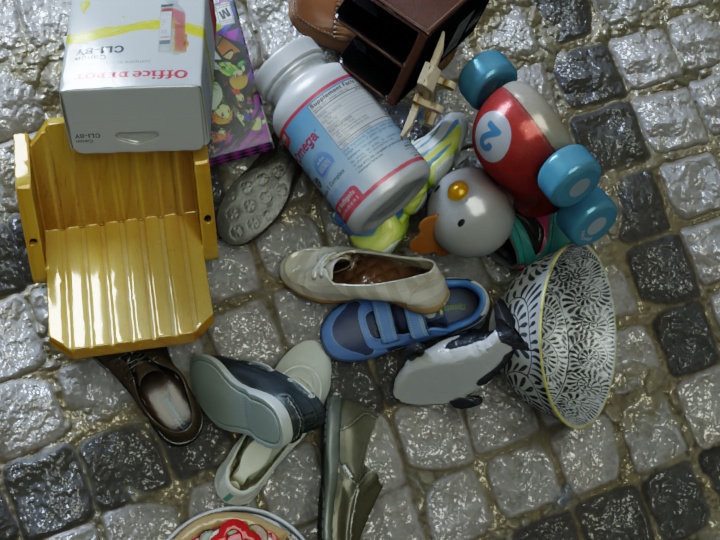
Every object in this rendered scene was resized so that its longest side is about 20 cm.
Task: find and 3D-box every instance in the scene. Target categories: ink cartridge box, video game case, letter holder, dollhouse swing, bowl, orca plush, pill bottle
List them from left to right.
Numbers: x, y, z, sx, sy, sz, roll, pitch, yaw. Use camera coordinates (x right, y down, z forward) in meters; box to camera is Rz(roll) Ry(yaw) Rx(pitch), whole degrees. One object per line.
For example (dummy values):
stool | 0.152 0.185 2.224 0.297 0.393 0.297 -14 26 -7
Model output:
dollhouse swing | -0.246 -0.041 1.333 0.197 0.177 0.184 -7 124 -8
ink cartridge box | -0.225 -0.222 1.341 0.143 0.084 0.202 -3 50 -1
video game case | -0.212 -0.196 1.438 0.197 0.036 0.184 -15 80 -3
pill bottle | -0.024 -0.147 1.391 0.108 0.109 0.201 -36 79 -15
letter holder | 0.044 -0.295 1.404 0.141 0.101 0.200 36 45 7
orca plush | 0.107 0.079 1.393 0.104 0.200 0.072 28 50 -6
bowl | 0.201 0.070 1.433 0.093 0.200 0.204 -1 74 34

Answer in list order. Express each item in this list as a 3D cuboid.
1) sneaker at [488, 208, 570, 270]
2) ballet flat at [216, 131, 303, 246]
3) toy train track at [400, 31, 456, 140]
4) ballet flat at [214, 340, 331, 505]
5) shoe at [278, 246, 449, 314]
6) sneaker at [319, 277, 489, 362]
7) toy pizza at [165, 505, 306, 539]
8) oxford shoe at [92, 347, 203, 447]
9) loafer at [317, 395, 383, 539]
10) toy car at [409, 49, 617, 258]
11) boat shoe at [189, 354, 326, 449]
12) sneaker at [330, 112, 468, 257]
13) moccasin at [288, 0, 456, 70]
sneaker | 0.162 -0.086 1.484 0.120 0.084 0.202 -23 85 -24
ballet flat | -0.096 -0.113 1.461 0.067 0.046 0.202 29 79 2
toy train track | 0.078 -0.179 1.368 0.032 0.200 0.116 22 87 4
ballet flat | -0.087 0.162 1.392 0.069 0.069 0.201 34 75 -2
shoe | 0.000 0.000 1.409 0.197 0.054 0.071 8 59 21
sneaker | 0.051 0.048 1.433 0.197 0.082 0.075 -15 83 -12
toy pizza | -0.130 0.349 1.363 0.197 0.032 0.203 2 78 -10
oxford shoe | -0.231 0.093 1.370 0.073 0.084 0.200 -41 86 -13
loafer | -0.009 0.235 1.386 0.069 0.075 0.203 3 78 -5
toy car | 0.130 -0.084 1.362 0.199 0.177 0.185 -37 59 2
boat shoe | -0.110 0.131 1.348 0.060 0.199 0.077 -15 116 -33
sneaker | 0.038 -0.114 1.466 0.104 0.076 0.201 33 76 -2
moccasin | 0.016 -0.280 1.494 0.199 0.078 0.075 20 75 -6
